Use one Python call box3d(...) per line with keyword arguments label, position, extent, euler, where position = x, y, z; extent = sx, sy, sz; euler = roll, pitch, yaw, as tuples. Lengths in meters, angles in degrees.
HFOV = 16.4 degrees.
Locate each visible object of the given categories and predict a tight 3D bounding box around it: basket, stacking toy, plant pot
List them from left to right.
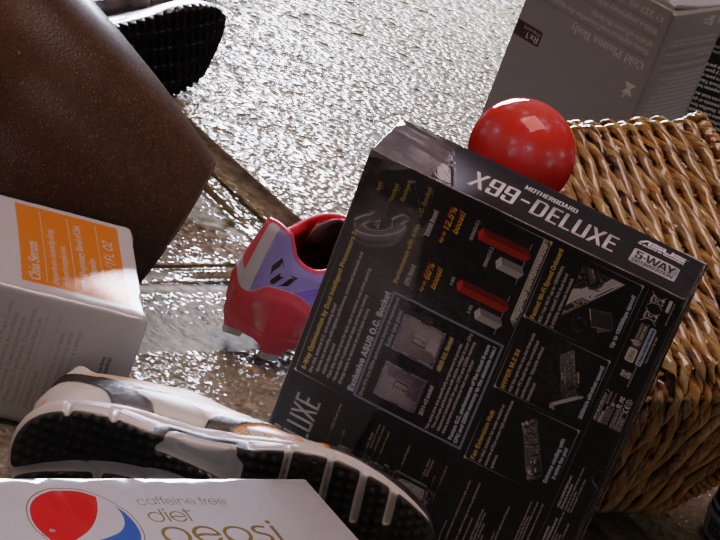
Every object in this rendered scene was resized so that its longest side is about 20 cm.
box3d(label="plant pot", position=(-0.181, -0.076, 1.295), extent=(0.199, 0.187, 0.187), euler=(34, 21, -9))
box3d(label="stacking toy", position=(0.059, 0.007, 1.264), extent=(0.085, 0.201, 0.086), euler=(17, 24, -8))
box3d(label="basket", position=(0.140, 0.029, 1.339), extent=(0.148, 0.143, 0.201), euler=(-4, 50, -30))

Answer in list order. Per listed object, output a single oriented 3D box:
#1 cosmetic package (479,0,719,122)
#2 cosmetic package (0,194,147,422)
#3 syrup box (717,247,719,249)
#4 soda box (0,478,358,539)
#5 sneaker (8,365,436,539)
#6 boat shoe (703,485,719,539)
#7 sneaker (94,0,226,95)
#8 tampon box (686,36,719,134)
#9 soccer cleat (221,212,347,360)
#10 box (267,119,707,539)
box3d(label="cosmetic package", position=(0.142, -0.100, 1.591), extent=(0.106, 0.201, 0.090), euler=(31, 22, 27))
box3d(label="cosmetic package", position=(-0.208, 0.007, 1.192), extent=(0.198, 0.072, 0.102), euler=(14, 24, -18))
box3d(label="syrup box", position=(0.166, 0.016, 1.507), extent=(0.199, 0.079, 0.082), euler=(8, 26, -30))
box3d(label="soda box", position=(-0.095, 0.129, 1.031), extent=(0.199, 0.064, 0.068), euler=(5, 28, -38))
box3d(label="sneaker", position=(-0.058, 0.089, 1.143), extent=(0.199, 0.074, 0.080), euler=(20, 20, -7))
box3d(label="boat shoe", position=(0.271, 0.105, 1.388), extent=(0.071, 0.091, 0.200), euler=(35, 26, 30))
box3d(label="sneaker", position=(-0.169, -0.158, 1.598), extent=(0.090, 0.070, 0.200), euler=(36, 28, 23))
box3d(label="tampon box", position=(0.285, -0.195, 1.930), extent=(0.125, 0.201, 0.150), euler=(18, 21, -9))
box3d(label="soccer cleat", position=(0.000, 0.000, 1.391), extent=(0.067, 0.077, 0.199), euler=(35, 26, 29))
box3d(label="box", position=(0.048, 0.054, 1.153), extent=(0.157, 0.201, 0.050), euler=(25, 27, 10))
